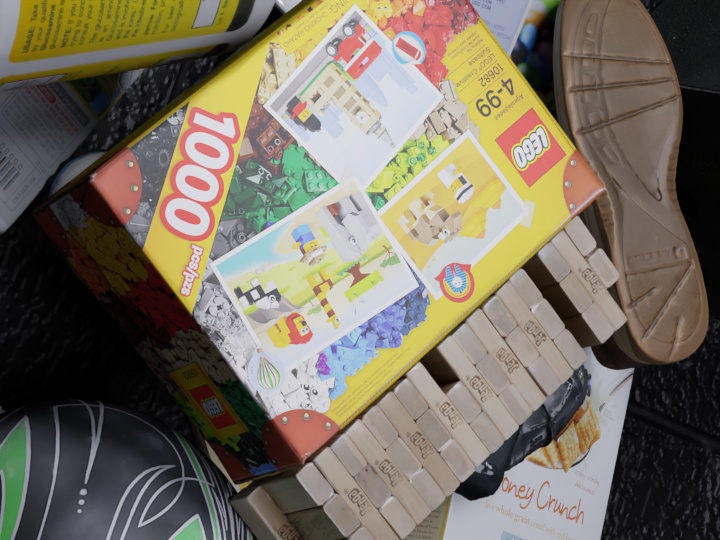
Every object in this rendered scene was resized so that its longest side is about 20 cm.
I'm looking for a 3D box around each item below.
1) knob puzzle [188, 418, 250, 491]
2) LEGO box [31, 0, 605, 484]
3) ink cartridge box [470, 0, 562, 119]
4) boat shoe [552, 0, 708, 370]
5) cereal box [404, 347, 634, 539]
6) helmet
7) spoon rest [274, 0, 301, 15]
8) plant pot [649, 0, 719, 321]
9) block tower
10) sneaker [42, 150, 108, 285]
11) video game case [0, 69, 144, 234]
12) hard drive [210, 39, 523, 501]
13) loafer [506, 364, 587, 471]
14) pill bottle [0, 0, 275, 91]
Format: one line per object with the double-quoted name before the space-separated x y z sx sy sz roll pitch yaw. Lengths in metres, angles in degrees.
"knob puzzle" 0.009 0.072 1.268 0.219 0.030 0.220 -8 102 -38
"LEGO box" -0.016 -0.029 1.072 0.200 0.077 0.149 -41 99 -28
"ink cartridge box" 0.075 -0.121 1.284 0.119 0.042 0.200 16 86 -40
"boat shoe" 0.125 -0.047 1.273 0.072 0.072 0.201 -9 84 -28
"cereal box" 0.082 0.098 1.296 0.144 0.039 0.200 26 73 -49
"helmet" -0.129 0.155 1.079 0.191 0.200 0.200 -46 125 -4
"spoon rest" 0.023 -0.119 1.198 0.099 0.061 0.200 -37 102 -11
"plant pot" 0.243 -0.065 1.336 0.177 0.200 0.200 -24 113 -27
"block tower" 0.036 0.057 1.090 0.200 0.058 0.054 -42 100 -28
"sneaker" -0.065 0.016 1.150 0.200 0.072 0.072 45 73 -27
"video game case" -0.166 -0.148 1.091 0.182 0.023 0.200 -52 124 -20
"hard drive" 0.000 0.000 1.137 0.200 0.033 0.140 29 67 -18
"loafer" 0.025 0.011 1.205 0.201 0.068 0.070 47 67 -2
"pill bottle" -0.139 -0.133 1.024 0.200 0.112 0.113 -13 106 -39
